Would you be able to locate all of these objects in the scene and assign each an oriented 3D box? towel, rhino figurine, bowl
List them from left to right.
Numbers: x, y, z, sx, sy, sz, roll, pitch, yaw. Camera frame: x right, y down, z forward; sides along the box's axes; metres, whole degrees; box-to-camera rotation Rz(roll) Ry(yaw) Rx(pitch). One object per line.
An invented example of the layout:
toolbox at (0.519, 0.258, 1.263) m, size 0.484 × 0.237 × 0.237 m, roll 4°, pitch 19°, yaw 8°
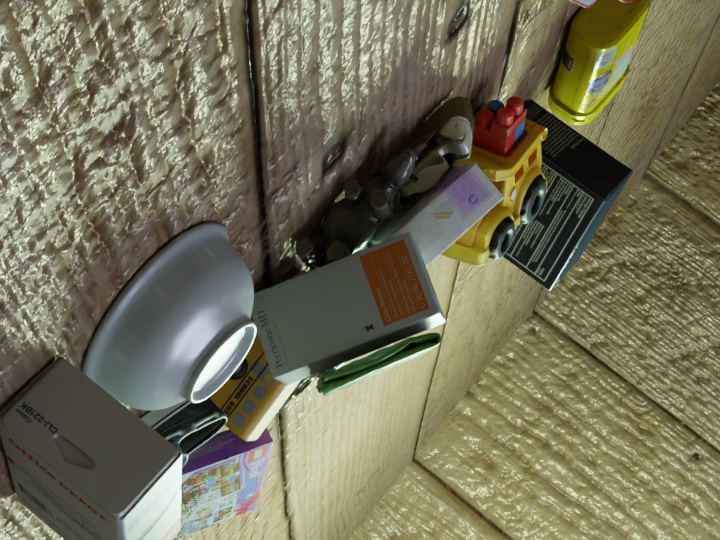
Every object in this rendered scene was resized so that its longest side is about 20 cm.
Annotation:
bowl at (-0.162, 0.061, 1.306) m, size 0.201 × 0.090 × 0.201 m, roll -49°, pitch 167°, yaw -16°
rhino figurine at (0.007, -0.075, 1.583) m, size 0.200 × 0.060 × 0.087 m, roll -48°, pitch 171°, yaw -6°
towel at (0.017, 0.103, 1.586) m, size 0.148 × 0.031 × 0.200 m, roll -24°, pitch 175°, yaw -5°

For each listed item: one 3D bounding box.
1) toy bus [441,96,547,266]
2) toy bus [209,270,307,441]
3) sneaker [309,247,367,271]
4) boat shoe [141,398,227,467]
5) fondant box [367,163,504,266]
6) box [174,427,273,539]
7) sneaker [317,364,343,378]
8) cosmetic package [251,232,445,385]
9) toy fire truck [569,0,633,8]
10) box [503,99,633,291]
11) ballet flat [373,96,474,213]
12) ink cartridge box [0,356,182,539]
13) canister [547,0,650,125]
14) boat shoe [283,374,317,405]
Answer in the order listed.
toy bus at (0.168, -0.135, 1.854) m, size 0.200 × 0.135 × 0.193 m, roll -49°, pitch 155°, yaw -35°
toy bus at (-0.100, 0.099, 1.634) m, size 0.200 × 0.078 × 0.065 m, roll -53°, pitch 167°, yaw 2°
sneaker at (0.000, 0.000, 1.713) m, size 0.075 × 0.087 × 0.200 m, roll -52°, pitch 166°, yaw 4°
boat shoe at (-0.221, 0.201, 1.502) m, size 0.199 × 0.068 × 0.074 m, roll -37°, pitch 159°, yaw -50°
fondant box at (0.083, -0.064, 1.695) m, size 0.144 × 0.058 × 0.200 m, roll -41°, pitch -171°, yaw -5°
box at (-0.189, 0.267, 1.734) m, size 0.136 × 0.039 × 0.200 m, roll -18°, pitch 151°, yaw -23°
sneaker at (-0.048, 0.082, 1.771) m, size 0.070 × 0.078 × 0.200 m, roll -47°, pitch 165°, yaw -18°
cosmetic package at (-0.016, 0.044, 1.547) m, size 0.199 × 0.102 × 0.071 m, roll -22°, pitch 167°, yaw 5°
toy fire truck at (0.285, -0.416, 1.631) m, size 0.167 × 0.112 × 0.201 m, roll 10°, pitch 118°, yaw -48°
box at (0.276, -0.115, 2.116) m, size 0.123 × 0.198 × 0.201 m, roll -38°, pitch 161°, yaw -46°
ballet flat at (0.089, -0.138, 1.676) m, size 0.200 × 0.072 × 0.068 m, roll -43°, pitch 119°, yaw -24°
ink cartridge box at (-0.239, 0.186, 1.238) m, size 0.084 × 0.144 × 0.200 m, roll -48°, pitch 166°, yaw -26°
canister at (0.363, -0.335, 2.104) m, size 0.149 × 0.086 × 0.200 m, roll -48°, pitch 164°, yaw -22°
boat shoe at (-0.085, 0.117, 1.701) m, size 0.200 × 0.072 × 0.059 m, roll -43°, pitch 162°, yaw 12°
